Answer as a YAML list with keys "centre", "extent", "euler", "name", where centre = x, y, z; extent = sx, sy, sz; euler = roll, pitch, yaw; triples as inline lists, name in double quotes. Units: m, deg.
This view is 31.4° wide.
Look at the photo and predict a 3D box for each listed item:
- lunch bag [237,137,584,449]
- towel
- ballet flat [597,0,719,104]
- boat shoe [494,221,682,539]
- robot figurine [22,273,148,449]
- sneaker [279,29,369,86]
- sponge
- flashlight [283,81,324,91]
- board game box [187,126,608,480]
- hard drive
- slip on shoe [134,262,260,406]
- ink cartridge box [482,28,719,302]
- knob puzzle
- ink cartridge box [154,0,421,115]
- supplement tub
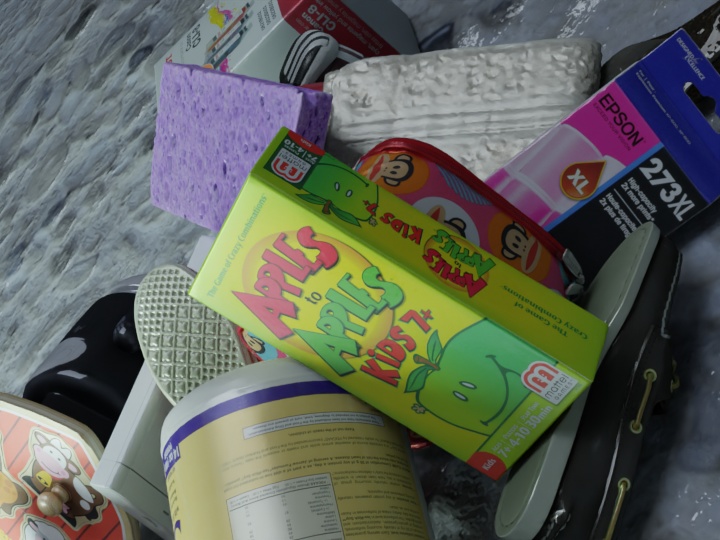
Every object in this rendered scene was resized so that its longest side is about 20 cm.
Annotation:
- centre: [0.034, 0.029, 0.774]
  extent: [0.200, 0.176, 0.082]
  euler: [-45, 12, 50]
  name: "lunch bag"
- centre: [0.063, -0.087, 0.870]
  extent: [0.200, 0.034, 0.133]
  euler: [-2, 70, 21]
  name: "towel"
- centre: [0.221, -0.139, 0.827]
  extent: [0.200, 0.046, 0.067]
  euler: [-39, 55, 31]
  name: "ballet flat"
- centre: [0.140, 0.069, 0.710]
  extent: [0.201, 0.060, 0.072]
  euler: [-63, 5, -19]
  name: "boat shoe"
- centre: [-0.186, 0.091, 1.021]
  extent: [0.150, 0.125, 0.200]
  euler: [-19, 25, 36]
  name: "robot figurine"
- centre: [-0.030, -0.091, 1.054]
  extent: [0.200, 0.115, 0.076]
  euler: [-61, 27, 29]
  name: "sneaker"
- centre: [-0.092, -0.084, 0.916]
  extent: [0.200, 0.030, 0.112]
  euler: [22, 107, 52]
  name: "sponge"
- centre: [0.023, -0.112, 0.952]
  extent: [0.199, 0.068, 0.068]
  euler: [-2, 40, 8]
  name: "flashlight"
- centre: [0.018, 0.021, 0.680]
  extent: [0.102, 0.200, 0.048]
  euler: [-56, 3, 44]
  name: "board game box"
- centre: [-0.118, 0.094, 0.951]
  extent: [0.027, 0.132, 0.200]
  euler: [6, 62, 29]
  name: "hard drive"
- centre: [-0.086, 0.081, 0.884]
  extent: [0.074, 0.200, 0.061]
  euler: [-40, -7, 8]
  name: "slip on shoe"
- centre: [0.143, -0.049, 0.785]
  extent: [0.200, 0.095, 0.037]
  euler: [-38, -1, 20]
  name: "ink cartridge box"
- centre: [-0.244, 0.171, 0.952]
  extent: [0.219, 0.220, 0.030]
  euler: [-21, 17, 41]
  name: "knob puzzle"
- centre: [-0.064, -0.171, 1.126]
  extent: [0.200, 0.145, 0.145]
  euler: [-42, 33, 19]
  name: "ink cartridge box"
- centre: [-0.028, 0.164, 0.716]
  extent: [0.145, 0.145, 0.200]
  euler: [-33, 55, 29]
  name: "supplement tub"
